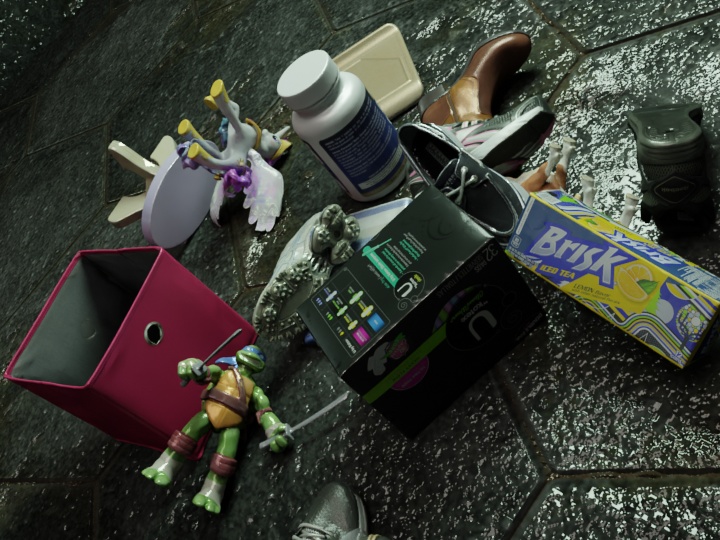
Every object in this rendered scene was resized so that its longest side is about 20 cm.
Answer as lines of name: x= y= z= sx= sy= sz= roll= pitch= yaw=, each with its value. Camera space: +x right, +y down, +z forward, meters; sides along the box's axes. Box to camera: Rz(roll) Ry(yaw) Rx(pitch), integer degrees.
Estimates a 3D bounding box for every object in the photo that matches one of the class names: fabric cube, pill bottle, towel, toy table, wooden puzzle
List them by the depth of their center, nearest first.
towel: x=0.000 y=0.000 z=0.997 sx=0.146 sy=0.024 sz=0.201 roll=-16 pitch=48 yaw=29
fabric cube: x=-0.293 y=0.107 z=1.012 sx=0.199 sy=0.199 sz=0.197 roll=-1 pitch=55 yaw=39
pill bottle: x=-0.023 y=-0.196 z=1.047 sx=0.110 sy=0.200 sz=0.112 roll=-22 pitch=45 yaw=23
wooden puzzle: x=0.004 y=-0.290 z=1.239 sx=0.184 sy=0.037 sz=0.201 roll=-30 pitch=46 yaw=16
toy table: x=-0.331 y=-0.139 z=1.286 sx=0.116 sy=0.185 sz=0.201 roll=15 pitch=53 yaw=28

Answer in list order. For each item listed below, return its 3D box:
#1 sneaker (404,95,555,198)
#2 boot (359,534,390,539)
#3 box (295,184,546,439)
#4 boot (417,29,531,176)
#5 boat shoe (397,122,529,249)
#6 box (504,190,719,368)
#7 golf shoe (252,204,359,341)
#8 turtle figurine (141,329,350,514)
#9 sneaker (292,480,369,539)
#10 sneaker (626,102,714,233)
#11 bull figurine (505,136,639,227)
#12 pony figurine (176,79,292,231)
sneaker: x=0.131 y=-0.150 z=0.920 sx=0.199 sy=0.080 sz=0.087 roll=-34 pitch=66 yaw=15
boot: x=0.074 y=0.310 z=0.641 sx=0.137 sy=0.077 sz=0.201 roll=-23 pitch=57 yaw=17
box: x=0.063 y=0.044 z=0.810 sx=0.200 sy=0.149 sz=0.124 roll=-43 pitch=41 yaw=1
boot: x=0.168 y=-0.205 z=1.001 sx=0.187 sy=0.069 sz=0.201 roll=-31 pitch=43 yaw=15
boat shoe: x=0.112 y=-0.096 z=0.841 sx=0.072 sy=0.068 sz=0.200 roll=-52 pitch=58 yaw=24
box: x=0.235 y=0.001 z=0.711 sx=0.200 sy=0.064 sz=0.071 roll=38 pitch=120 yaw=34
golf shoe: x=-0.079 y=0.006 z=1.000 sx=0.201 sy=0.078 sz=0.097 roll=-55 pitch=25 yaw=-21
turtle figurine: x=-0.156 y=0.171 z=0.888 sx=0.199 sy=0.144 sz=0.195 roll=9 pitch=66 yaw=48
sneaker: x=-0.057 y=0.282 z=0.730 sx=0.075 sy=0.116 sz=0.201 roll=-11 pitch=50 yaw=32
sneaker: x=0.317 y=-0.108 z=0.793 sx=0.076 sy=0.115 sz=0.200 roll=-4 pitch=24 yaw=18
bull figurine: x=0.209 y=-0.069 z=0.835 sx=0.200 sy=0.065 sz=0.122 roll=55 pitch=136 yaw=42
pony figurine: x=-0.193 y=-0.171 z=1.203 sx=0.166 sy=0.200 sz=0.195 roll=13 pitch=80 yaw=37
